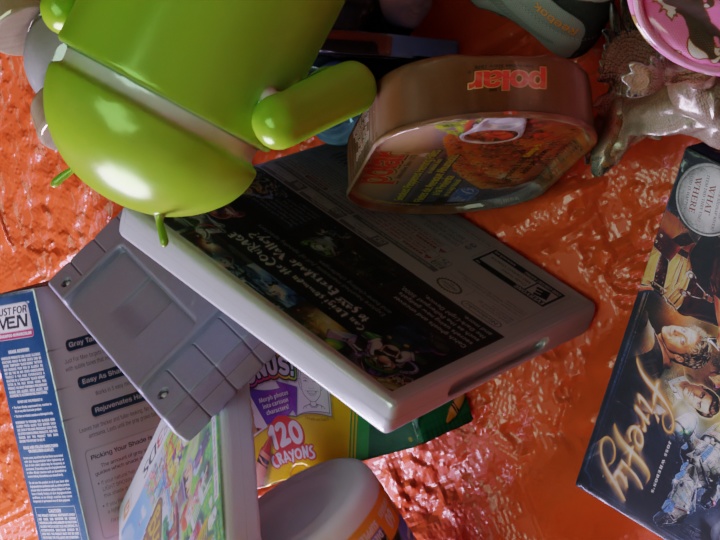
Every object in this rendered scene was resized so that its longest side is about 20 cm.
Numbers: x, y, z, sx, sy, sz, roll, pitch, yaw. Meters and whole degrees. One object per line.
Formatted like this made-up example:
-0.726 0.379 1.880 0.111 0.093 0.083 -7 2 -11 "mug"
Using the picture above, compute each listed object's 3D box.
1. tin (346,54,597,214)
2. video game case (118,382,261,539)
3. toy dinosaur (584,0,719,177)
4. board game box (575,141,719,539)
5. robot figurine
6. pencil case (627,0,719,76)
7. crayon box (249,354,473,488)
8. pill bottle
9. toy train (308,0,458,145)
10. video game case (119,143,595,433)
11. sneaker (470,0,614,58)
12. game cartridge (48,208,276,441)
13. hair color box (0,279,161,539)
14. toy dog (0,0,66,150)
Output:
0.052 -0.067 0.885 0.200 0.110 0.042 130 134 -76 "tin"
-0.104 0.150 1.006 0.201 0.022 0.183 -100 31 -52 "video game case"
0.188 -0.107 0.821 0.198 0.136 0.086 -22 115 12 "toy dinosaur"
0.198 0.053 0.878 0.135 0.034 0.202 29 118 31 "board game box"
-0.079 -0.116 0.834 0.174 0.115 0.202 28 91 30 "robot figurine"
0.153 -0.155 0.747 0.082 0.201 0.087 -17 114 16 "pencil case"
-0.036 0.062 1.060 0.199 0.058 0.120 -20 88 41 "crayon box"
0.009 0.219 1.001 0.111 0.112 0.201 -19 111 40 "pill bottle"
-0.036 -0.135 0.999 0.198 0.086 0.116 9 100 38 "toy train"
0.000 0.000 0.934 0.199 0.181 0.024 35 124 28 "video game case"
0.059 -0.184 0.916 0.200 0.073 0.080 46 150 29 "sneaker"
-0.104 0.006 1.031 0.130 0.038 0.200 -48 37 -3 "game cartridge"
-0.176 0.103 1.159 0.060 0.099 0.203 -8 95 43 "hair color box"
-0.111 -0.139 0.968 0.198 0.096 0.134 -10 77 20 "toy dog"
